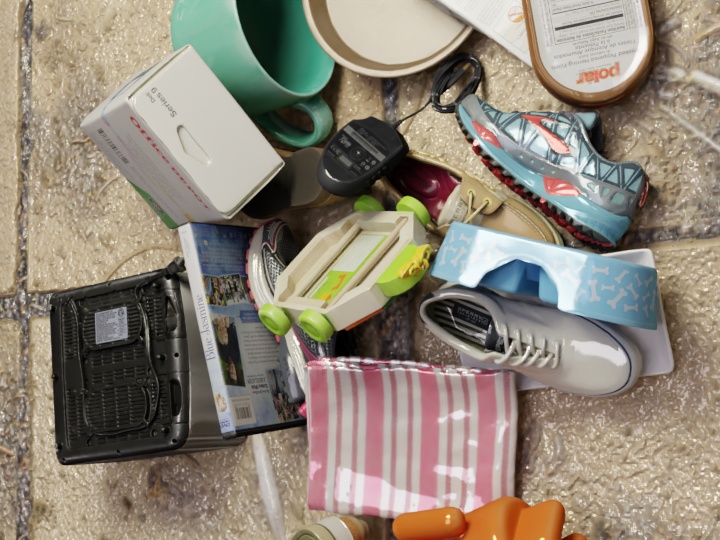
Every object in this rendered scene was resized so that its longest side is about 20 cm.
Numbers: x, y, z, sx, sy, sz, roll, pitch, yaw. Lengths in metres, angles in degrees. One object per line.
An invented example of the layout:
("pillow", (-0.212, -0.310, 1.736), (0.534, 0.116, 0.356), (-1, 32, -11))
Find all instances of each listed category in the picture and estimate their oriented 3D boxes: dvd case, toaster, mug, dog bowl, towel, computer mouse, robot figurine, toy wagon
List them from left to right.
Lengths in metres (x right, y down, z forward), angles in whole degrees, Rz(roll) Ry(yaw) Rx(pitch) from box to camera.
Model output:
("toaster", (-0.212, 0.096, 1.427), (0.198, 0.118, 0.183), (-12, 78, 32))
("dvd case", (-0.109, 0.055, 1.339), (0.017, 0.142, 0.203), (-17, 82, 24))
("mug", (-0.111, -0.214, 1.379), (0.113, 0.151, 0.188), (-14, 78, 37))
("toy wagon", (0.000, 0.000, 1.243), (0.155, 0.040, 0.199), (-49, 28, -22))
("computer mouse", (0.039, -0.132, 1.292), (0.199, 0.034, 0.059), (-38, 65, -18))
("towel", (0.043, 0.156, 1.265), (0.197, 0.030, 0.149), (2, 101, 19))
("robot figurine", (0.098, 0.267, 1.207), (0.199, 0.143, 0.118), (-31, 53, 26))
("dog bowl", (0.153, 0.002, 1.161), (0.198, 0.111, 0.050), (14, 93, 28))

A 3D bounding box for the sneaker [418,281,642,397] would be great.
("sneaker", (0.139, 0.063, 1.199), (0.198, 0.071, 0.074), (16, 108, 27))

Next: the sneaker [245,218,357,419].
("sneaker", (-0.047, 0.041, 1.351), (0.074, 0.080, 0.202), (-30, 73, 26))

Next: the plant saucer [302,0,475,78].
("plant saucer", (0.038, -0.279, 1.345), (0.197, 0.029, 0.203), (-4, 79, 21))

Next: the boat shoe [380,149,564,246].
("boat shoe", (0.093, -0.051, 1.277), (0.199, 0.066, 0.075), (31, 101, 31))

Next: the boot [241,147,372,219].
("boot", (-0.059, -0.085, 1.381), (0.199, 0.075, 0.075), (6, 93, 56))

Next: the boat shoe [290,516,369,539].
("boat shoe", (-0.054, 0.300, 1.330), (0.075, 0.068, 0.200), (57, 134, 19))

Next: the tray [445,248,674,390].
("tray", (0.173, 0.046, 1.230), (0.198, 0.022, 0.109), (-10, 94, 32))

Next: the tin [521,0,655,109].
("tin", (0.193, -0.242, 1.224), (0.110, 0.042, 0.203), (-10, 86, 14))

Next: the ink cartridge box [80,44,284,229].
("ink cartridge box", (-0.175, -0.123, 1.359), (0.087, 0.146, 0.200), (-44, 15, -16))

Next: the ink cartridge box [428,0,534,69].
("ink cartridge box", (0.141, -0.290, 1.277), (0.199, 0.050, 0.163), (37, 95, 7))

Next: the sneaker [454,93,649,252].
("sneaker", (0.171, -0.104, 1.242), (0.200, 0.079, 0.096), (41, 89, 25))
